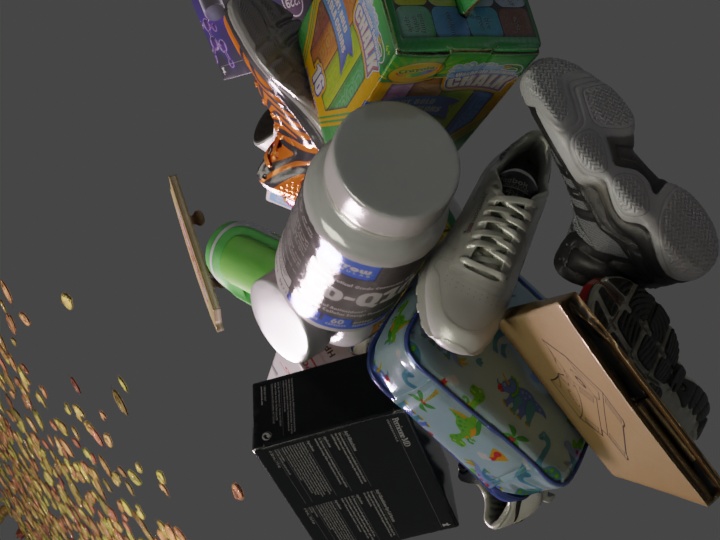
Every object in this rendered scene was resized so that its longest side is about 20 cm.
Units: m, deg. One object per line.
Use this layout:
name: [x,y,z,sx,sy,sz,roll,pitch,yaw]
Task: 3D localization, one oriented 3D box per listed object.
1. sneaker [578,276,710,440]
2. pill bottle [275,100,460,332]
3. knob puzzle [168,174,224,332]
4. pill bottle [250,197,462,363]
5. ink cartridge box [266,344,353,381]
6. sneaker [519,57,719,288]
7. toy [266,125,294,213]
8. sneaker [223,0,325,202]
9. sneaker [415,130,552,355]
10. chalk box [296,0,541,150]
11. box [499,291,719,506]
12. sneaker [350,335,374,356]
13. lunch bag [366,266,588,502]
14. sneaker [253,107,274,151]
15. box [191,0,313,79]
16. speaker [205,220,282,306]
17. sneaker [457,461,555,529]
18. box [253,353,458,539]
sneaker: [0.203,0.080,0.877,0.084,0.077,0.201,15,149,46]
pill bottle: [0.003,-0.038,0.862,0.114,0.113,0.200,52,155,11]
knob puzzle: [-0.203,-0.018,1.444,0.220,0.030,0.222,161,90,-80]
pill bottle: [0.000,0.000,1.031,0.112,0.199,0.114,35,142,33]
ink cartridge box: [-0.039,0.130,1.195,0.116,0.066,0.200,57,161,11]
sneaker: [0.173,-0.058,0.850,0.201,0.075,0.114,52,146,7]
toy: [-0.042,-0.078,1.092,0.114,0.048,0.200,22,154,2]
sneaker: [-0.067,-0.132,0.955,0.112,0.078,0.201,-33,95,43]
sneaker: [0.102,-0.025,0.875,0.076,0.201,0.081,25,145,-4]
chalk box: [0.046,-0.187,0.843,0.200,0.122,0.126,128,133,-58]
box: [0.173,0.090,0.816,0.164,0.021,0.200,52,174,1]
sneaker: [0.046,0.113,1.200,0.085,0.077,0.201,32,150,27]
lunch bag: [0.115,0.082,0.947,0.200,0.161,0.082,40,143,-11]
sneaker: [-0.016,-0.149,1.077,0.084,0.073,0.199,33,151,-28]
box: [-0.080,-0.268,1.039,0.199,0.079,0.142,0,119,55]
speaker: [-0.094,0.006,1.286,0.199,0.088,0.089,25,136,43]
sneaker: [0.129,0.165,1.100,0.074,0.088,0.202,3,117,56]
box: [-0.001,0.175,1.040,0.201,0.140,0.079,66,-166,-45]
